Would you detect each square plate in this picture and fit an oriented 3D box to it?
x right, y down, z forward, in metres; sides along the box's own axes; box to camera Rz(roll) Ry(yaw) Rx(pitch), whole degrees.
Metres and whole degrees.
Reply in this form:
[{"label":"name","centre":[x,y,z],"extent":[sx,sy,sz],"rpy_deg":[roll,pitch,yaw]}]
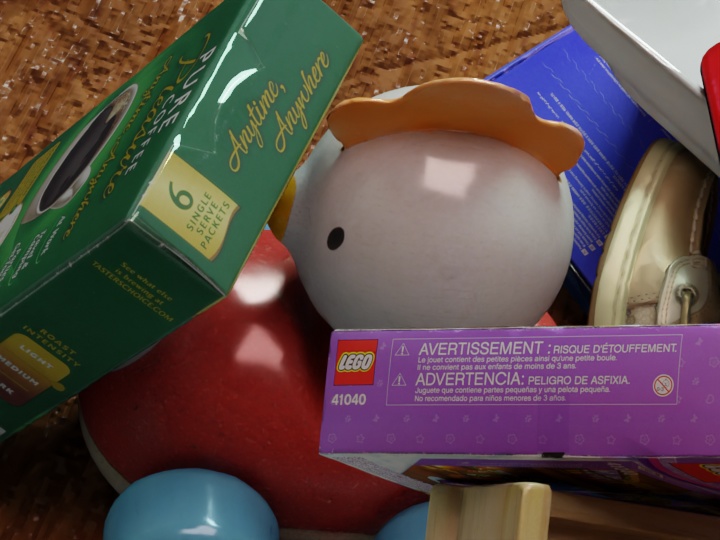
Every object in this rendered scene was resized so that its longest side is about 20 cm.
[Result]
[{"label":"square plate","centre":[0.173,-0.049,1.065],"extent":[0.198,0.028,0.200],"rpy_deg":[43,23,12]}]

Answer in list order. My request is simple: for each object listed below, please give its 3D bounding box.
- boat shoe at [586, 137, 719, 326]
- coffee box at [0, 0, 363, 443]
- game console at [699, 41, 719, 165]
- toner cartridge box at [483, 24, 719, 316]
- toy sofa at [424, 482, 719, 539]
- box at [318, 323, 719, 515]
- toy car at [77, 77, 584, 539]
[{"label":"boat shoe","centre":[0.111,0.050,0.997],"extent":[0.062,0.073,0.201],"rpy_deg":[5,71,14]},{"label":"coffee box","centre":[-0.088,-0.010,0.942],"extent":[0.044,0.200,0.123],"rpy_deg":[39,49,-16]},{"label":"game console","centre":[0.216,0.000,0.935],"extent":[0.172,0.119,0.200],"rpy_deg":[46,23,-27]},{"label":"toner cartridge box","centre":[0.126,-0.013,1.093],"extent":[0.095,0.043,0.200],"rpy_deg":[-32,57,-5]},{"label":"toy sofa","centre":[0.112,0.114,0.810],"extent":[0.199,0.098,0.083],"rpy_deg":[9,82,-16]},{"label":"box","centre":[0.096,0.055,0.835],"extent":[0.136,0.200,0.039],"rpy_deg":[-1,76,29]},{"label":"toy car","centre":[0.000,0.000,0.959],"extent":[0.176,0.200,0.185],"rpy_deg":[7,45,-8]}]
